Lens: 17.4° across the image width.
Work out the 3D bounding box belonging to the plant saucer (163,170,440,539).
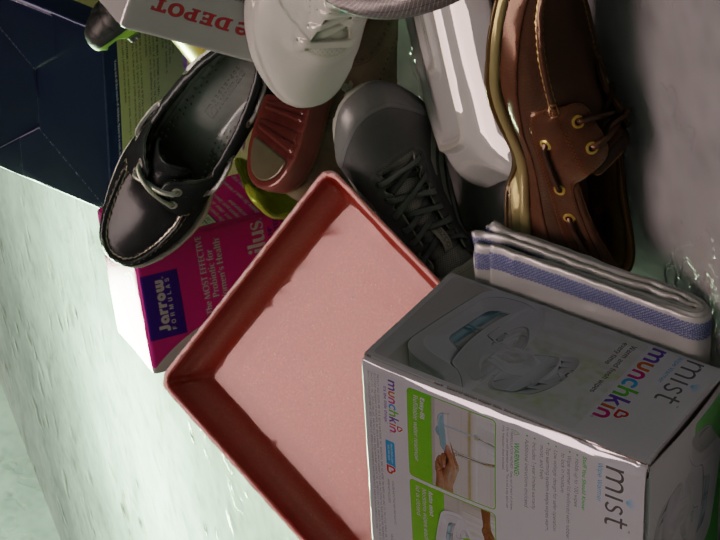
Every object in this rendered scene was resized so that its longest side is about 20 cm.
[{"bbox_3d":[-0.003,0.071,1.485,0.200,0.037,0.200,47,117,14],"label":"plant saucer"}]

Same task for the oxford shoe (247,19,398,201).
[{"bbox_3d":[-0.005,-0.136,1.515,0.070,0.075,0.200,28,94,51],"label":"oxford shoe"}]

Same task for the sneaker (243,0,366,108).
[{"bbox_3d":[-0.015,-0.169,1.373,0.089,0.075,0.200,-123,34,-45],"label":"sneaker"}]

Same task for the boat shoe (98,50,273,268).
[{"bbox_3d":[-0.120,-0.080,1.563,0.200,0.076,0.060,-58,-5,20],"label":"boat shoe"}]

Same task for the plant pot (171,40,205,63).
[{"bbox_3d":[-0.098,-0.243,1.621,0.189,0.200,0.201,61,164,-4],"label":"plant pot"}]

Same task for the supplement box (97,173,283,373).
[{"bbox_3d":[-0.078,-0.009,1.705,0.103,0.199,0.102,-138,37,-63],"label":"supplement box"}]

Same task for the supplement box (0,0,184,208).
[{"bbox_3d":[-0.210,-0.198,1.924,0.134,0.200,0.200,23,140,17],"label":"supplement box"}]

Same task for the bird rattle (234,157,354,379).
[{"bbox_3d":[0.000,0.000,1.595,0.112,0.163,0.201,-18,83,30],"label":"bird rattle"}]

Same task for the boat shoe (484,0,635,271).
[{"bbox_3d":[0.114,-0.081,1.255,0.067,0.072,0.201,18,133,33],"label":"boat shoe"}]

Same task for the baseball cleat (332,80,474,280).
[{"bbox_3d":[0.044,-0.036,1.491,0.107,0.070,0.200,52,175,38],"label":"baseball cleat"}]

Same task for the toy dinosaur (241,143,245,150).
[{"bbox_3d":[-0.076,-0.184,1.727,0.105,0.181,0.200,-80,15,-88],"label":"toy dinosaur"}]

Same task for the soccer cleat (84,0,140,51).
[{"bbox_3d":[-0.121,-0.230,1.500,0.081,0.200,0.068,39,-171,-13],"label":"soccer cleat"}]

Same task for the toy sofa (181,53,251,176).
[{"bbox_3d":[-0.105,-0.161,1.877,0.098,0.083,0.201,-128,28,-52],"label":"toy sofa"}]

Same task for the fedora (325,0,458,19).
[{"bbox_3d":[0.051,-0.225,1.228,0.200,0.090,0.177,-37,69,42],"label":"fedora"}]

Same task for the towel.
[{"bbox_3d":[0.127,0.075,1.301,0.147,0.024,0.200,20,132,29],"label":"towel"}]

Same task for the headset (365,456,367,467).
[{"bbox_3d":[0.056,0.114,1.544,0.094,0.123,0.200,45,139,8],"label":"headset"}]

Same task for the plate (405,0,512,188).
[{"bbox_3d":[0.051,-0.146,1.390,0.200,0.032,0.200,-173,69,-86],"label":"plate"}]

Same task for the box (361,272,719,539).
[{"bbox_3d":[0.099,0.129,1.276,0.176,0.097,0.201,18,131,28],"label":"box"}]

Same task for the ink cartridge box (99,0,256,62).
[{"bbox_3d":[-0.062,-0.233,1.426,0.200,0.144,0.084,-66,32,19],"label":"ink cartridge box"}]
